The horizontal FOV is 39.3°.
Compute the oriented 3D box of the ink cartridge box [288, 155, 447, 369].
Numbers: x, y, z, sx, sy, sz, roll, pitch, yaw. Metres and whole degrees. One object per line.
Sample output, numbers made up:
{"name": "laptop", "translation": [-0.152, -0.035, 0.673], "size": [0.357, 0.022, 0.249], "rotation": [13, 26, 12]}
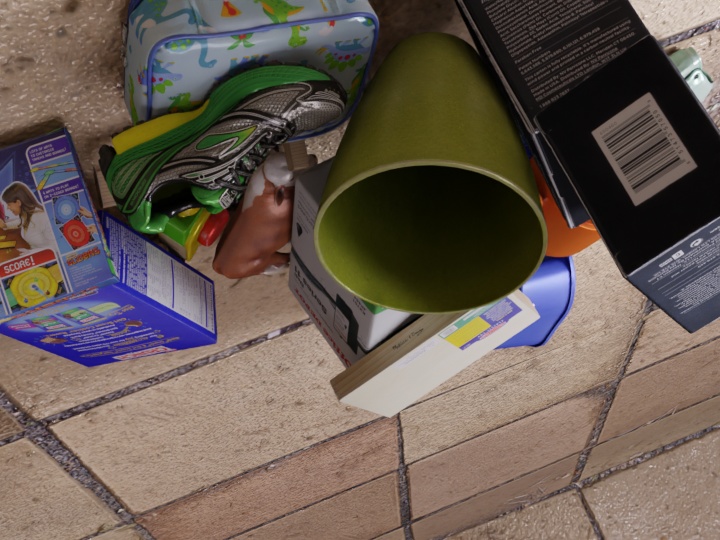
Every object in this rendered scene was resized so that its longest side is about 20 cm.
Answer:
{"name": "ink cartridge box", "translation": [0.000, 0.000, 0.998], "size": [0.082, 0.147, 0.201], "rotation": [-28, 155, -21]}

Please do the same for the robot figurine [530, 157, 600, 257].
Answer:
{"name": "robot figurine", "translation": [0.227, -0.084, 1.063], "size": [0.142, 0.118, 0.200], "rotation": [20, 157, -11]}

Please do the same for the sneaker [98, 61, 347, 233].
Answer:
{"name": "sneaker", "translation": [-0.098, -0.089, 0.775], "size": [0.198, 0.086, 0.078], "rotation": [-27, 156, 2]}

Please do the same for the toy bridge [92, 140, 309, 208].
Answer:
{"name": "toy bridge", "translation": [-0.141, -0.108, 0.904], "size": [0.197, 0.068, 0.027], "rotation": [-14, -174, -17]}

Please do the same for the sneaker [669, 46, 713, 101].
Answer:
{"name": "sneaker", "translation": [0.299, -0.205, 1.087], "size": [0.199, 0.074, 0.119], "rotation": [7, 133, -41]}

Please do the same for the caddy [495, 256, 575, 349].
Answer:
{"name": "caddy", "translation": [0.216, 0.018, 1.336], "size": [0.103, 0.143, 0.201], "rotation": [-7, 149, -19]}

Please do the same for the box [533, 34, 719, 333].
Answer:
{"name": "box", "translation": [0.241, -0.058, 0.777], "size": [0.107, 0.150, 0.199], "rotation": [-34, 150, 19]}

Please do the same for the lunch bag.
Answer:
{"name": "lunch bag", "translation": [-0.093, -0.167, 0.821], "size": [0.197, 0.083, 0.161], "rotation": [-14, 151, -21]}

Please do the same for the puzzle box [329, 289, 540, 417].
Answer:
{"name": "puzzle box", "translation": [0.078, 0.078, 1.013], "size": [0.199, 0.026, 0.133], "rotation": [-35, 153, 12]}

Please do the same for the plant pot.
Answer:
{"name": "plant pot", "translation": [0.060, -0.100, 0.849], "size": [0.184, 0.202, 0.188], "rotation": [3, 143, 2]}

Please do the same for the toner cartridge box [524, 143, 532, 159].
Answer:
{"name": "toner cartridge box", "translation": [0.240, -0.148, 1.164], "size": [0.198, 0.044, 0.095], "rotation": [4, 141, -43]}

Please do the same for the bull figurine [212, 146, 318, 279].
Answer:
{"name": "bull figurine", "translation": [-0.081, -0.062, 1.035], "size": [0.120, 0.066, 0.200], "rotation": [-3, 147, -40]}

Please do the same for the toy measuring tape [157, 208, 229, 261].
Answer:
{"name": "toy measuring tape", "translation": [-0.169, -0.048, 1.010], "size": [0.073, 0.075, 0.200], "rotation": [-16, 168, -14]}

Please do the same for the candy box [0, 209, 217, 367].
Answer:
{"name": "candy box", "translation": [-0.260, 0.026, 0.989], "size": [0.167, 0.078, 0.200], "rotation": [-12, 155, 20]}

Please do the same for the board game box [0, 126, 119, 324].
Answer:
{"name": "board game box", "translation": [-0.318, -0.022, 0.839], "size": [0.197, 0.137, 0.034], "rotation": [-19, 176, -8]}

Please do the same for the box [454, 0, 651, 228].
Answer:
{"name": "box", "translation": [0.180, -0.179, 0.892], "size": [0.123, 0.198, 0.200], "rotation": [-29, 152, 9]}
